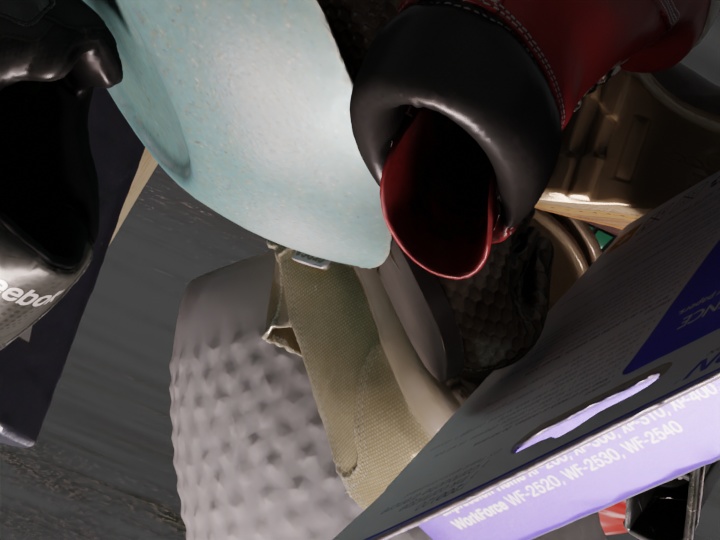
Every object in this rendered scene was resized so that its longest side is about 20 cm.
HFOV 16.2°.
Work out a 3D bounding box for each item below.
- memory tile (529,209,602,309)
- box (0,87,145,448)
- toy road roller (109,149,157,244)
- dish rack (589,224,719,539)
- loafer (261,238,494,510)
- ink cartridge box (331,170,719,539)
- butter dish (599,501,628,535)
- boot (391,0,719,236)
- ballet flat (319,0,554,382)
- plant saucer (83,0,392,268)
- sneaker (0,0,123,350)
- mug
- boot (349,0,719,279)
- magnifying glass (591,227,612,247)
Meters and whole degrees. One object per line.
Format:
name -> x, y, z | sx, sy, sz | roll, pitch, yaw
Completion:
memory tile -> 0.034, -0.005, 0.961 | 0.200, 0.017, 0.153 | 43, 151, 7
box -> -0.167, -0.071, 0.830 | 0.117, 0.201, 0.197 | 12, 166, 31
toy road roller -> -0.174, -0.076, 1.033 | 0.146, 0.123, 0.200 | 38, 162, -27
dish rack -> 0.063, 0.011, 1.013 | 0.200, 0.055, 0.154 | 29, 146, 25
loafer -> 0.000, 0.000, 0.822 | 0.076, 0.068, 0.200 | 29, -152, -33
ink cartridge box -> 0.101, 0.013, 0.673 | 0.198, 0.200, 0.043 | -31, 98, 45
butter dish -> 0.080, 0.080, 1.266 | 0.199, 0.148, 0.200 | 23, 168, -21
boot -> 0.100, -0.037, 0.885 | 0.199, 0.073, 0.166 | 28, 180, 16
ballet flat -> 0.005, -0.061, 0.740 | 0.046, 0.201, 0.067 | -21, 157, -9
plant saucer -> -0.058, -0.080, 0.715 | 0.201, 0.039, 0.201 | 58, 168, 19
sneaker -> -0.122, -0.001, 0.717 | 0.090, 0.201, 0.066 | 32, -163, 34
mug -> 0.005, 0.074, 0.944 | 0.147, 0.176, 0.200 | -18, 180, 0
boot -> 0.047, -0.057, 0.690 | 0.072, 0.145, 0.200 | 14, 169, 17
magnifying glass -> 0.068, -0.025, 1.113 | 0.199, 0.022, 0.080 | 25, 167, -23
